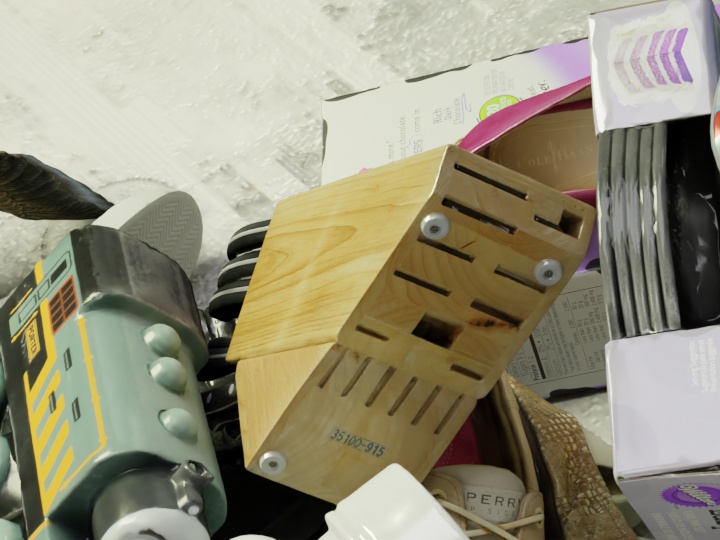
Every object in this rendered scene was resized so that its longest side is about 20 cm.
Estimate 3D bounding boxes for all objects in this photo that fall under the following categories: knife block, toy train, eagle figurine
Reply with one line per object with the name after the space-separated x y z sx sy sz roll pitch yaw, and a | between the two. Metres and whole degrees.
0.000 0.000 1.031 0.200 0.064 0.176 -56 24 28 | knife block
-0.104 0.071 1.024 0.114 0.085 0.200 -49 29 20 | toy train
-0.209 -0.054 1.297 0.152 0.200 0.151 19 56 32 | eagle figurine

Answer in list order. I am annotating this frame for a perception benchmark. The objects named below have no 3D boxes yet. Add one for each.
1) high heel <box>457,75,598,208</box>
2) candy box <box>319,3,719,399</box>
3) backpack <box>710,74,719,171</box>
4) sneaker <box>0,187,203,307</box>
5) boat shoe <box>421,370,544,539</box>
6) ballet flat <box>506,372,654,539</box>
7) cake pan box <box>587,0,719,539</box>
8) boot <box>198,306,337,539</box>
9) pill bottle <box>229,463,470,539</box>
0.123 -0.063 1.079 0.200 0.067 0.096 -10 8 42 | high heel
0.084 -0.024 1.216 0.200 0.072 0.168 -12 39 11 | candy box
0.216 -0.049 0.948 0.154 0.200 0.191 -6 36 30 | backpack
-0.170 0.023 1.279 0.116 0.074 0.200 17 53 34 | sneaker
0.036 0.096 1.026 0.074 0.069 0.200 10 42 -22 | boat shoe
0.090 0.109 1.077 0.065 0.071 0.200 0 37 -18 | ballet flat
0.132 0.021 0.997 0.052 0.200 0.184 -10 65 16 | cake pan box
-0.088 0.110 1.130 0.211 0.079 0.158 -28 43 -22 | boot
-0.039 0.161 0.920 0.200 0.120 0.120 -39 40 -7 | pill bottle
